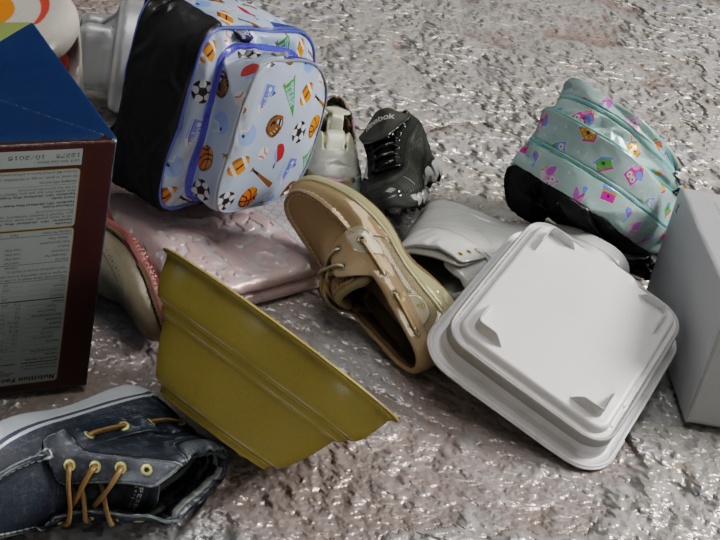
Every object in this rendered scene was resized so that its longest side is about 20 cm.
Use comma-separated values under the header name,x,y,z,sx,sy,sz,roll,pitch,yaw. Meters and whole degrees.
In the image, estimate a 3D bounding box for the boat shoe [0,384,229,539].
name,x,y,z,sx,sy,sz,roll,pitch,yaw
boat shoe,-0.172,0.130,0.912,0.090,0.071,0.200,25,29,29

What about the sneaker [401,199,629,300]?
name,x,y,z,sx,sy,sz,roll,pitch,yaw
sneaker,0.125,0.005,1.268,0.198,0.074,0.116,13,30,19

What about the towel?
name,x,y,z,sx,sy,sz,roll,pitch,yaw
towel,-0.119,-0.038,1.273,0.190,0.032,0.200,-14,39,-40

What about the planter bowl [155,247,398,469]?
name,x,y,z,sx,sy,sz,roll,pitch,yaw
planter bowl,-0.077,0.076,0.995,0.200,0.084,0.200,35,-7,5

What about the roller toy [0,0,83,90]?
name,x,y,z,sx,sy,sz,roll,pitch,yaw
roller toy,-0.338,-0.172,1.302,0.181,0.141,0.200,-13,41,-22

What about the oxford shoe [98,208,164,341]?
name,x,y,z,sx,sy,sz,roll,pitch,yaw
oxford shoe,-0.208,0.000,1.154,0.074,0.071,0.200,-30,46,-16

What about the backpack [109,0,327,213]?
name,x,y,z,sx,sy,sz,roll,pitch,yaw
backpack,-0.114,-0.144,1.250,0.153,0.201,0.190,30,23,16

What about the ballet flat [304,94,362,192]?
name,x,y,z,sx,sy,sz,roll,pitch,yaw
ballet flat,-0.028,-0.113,1.399,0.068,0.072,0.201,9,30,-9

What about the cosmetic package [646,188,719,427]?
name,x,y,z,sx,sy,sz,roll,pitch,yaw
cosmetic package,0.364,0.042,1.241,0.198,0.124,0.200,11,29,-6

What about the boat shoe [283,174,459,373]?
name,x,y,z,sx,sy,sz,roll,pitch,yaw
boat shoe,0.000,0.000,1.187,0.064,0.072,0.200,-28,63,-39

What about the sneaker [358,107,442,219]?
name,x,y,z,sx,sy,sz,roll,pitch,yaw
sneaker,0.027,-0.102,1.352,0.066,0.091,0.200,-17,11,16

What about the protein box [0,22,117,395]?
name,x,y,z,sx,sy,sz,roll,pitch,yaw
protein box,-0.277,-0.046,1.043,0.134,0.201,0.199,-5,34,-29

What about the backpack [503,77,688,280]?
name,x,y,z,sx,sy,sz,roll,pitch,yaw
backpack,0.216,-0.087,1.340,0.166,0.127,0.200,26,-1,30

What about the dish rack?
name,x,y,z,sx,sy,sz,roll,pitch,yaw
dish rack,0.163,0.047,1.159,0.171,0.044,0.200,35,44,9

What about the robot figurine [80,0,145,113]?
name,x,y,z,sx,sy,sz,roll,pitch,yaw
robot figurine,-0.182,-0.205,1.452,0.198,0.114,0.170,8,26,-10
